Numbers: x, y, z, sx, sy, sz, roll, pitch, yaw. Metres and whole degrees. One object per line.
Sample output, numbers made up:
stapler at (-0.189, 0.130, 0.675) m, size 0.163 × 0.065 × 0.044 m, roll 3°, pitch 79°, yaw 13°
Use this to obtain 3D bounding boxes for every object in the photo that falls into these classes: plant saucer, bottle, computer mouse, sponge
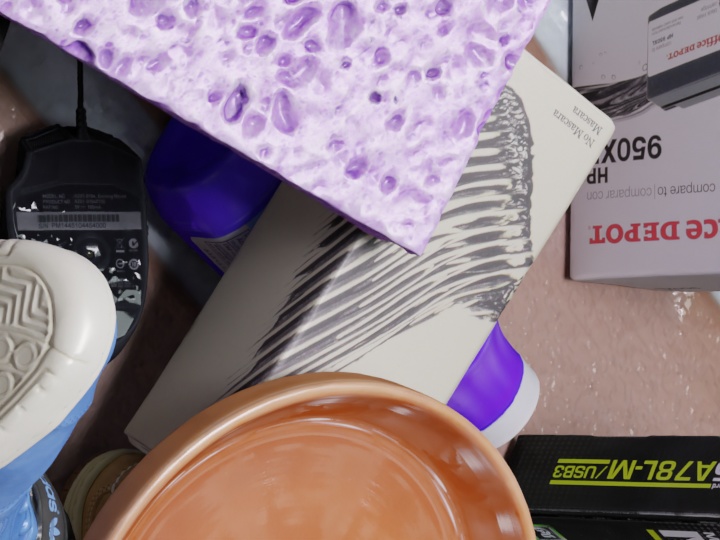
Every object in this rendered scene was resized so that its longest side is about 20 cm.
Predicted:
plant saucer at (-0.024, 0.133, 0.966) m, size 0.200 × 0.032 × 0.201 m, roll -10°, pitch 109°, yaw -30°
bottle at (0.000, 0.000, 1.087) m, size 0.200 × 0.065 × 0.084 m, roll 47°, pitch 65°, yaw -33°
computer mouse at (-0.111, -0.062, 1.011) m, size 0.058 × 0.034 × 0.201 m, roll 2°, pitch 82°, yaw -28°
sponge at (-0.036, -0.100, 0.916) m, size 0.200 × 0.030 × 0.112 m, roll 30°, pitch 88°, yaw -22°

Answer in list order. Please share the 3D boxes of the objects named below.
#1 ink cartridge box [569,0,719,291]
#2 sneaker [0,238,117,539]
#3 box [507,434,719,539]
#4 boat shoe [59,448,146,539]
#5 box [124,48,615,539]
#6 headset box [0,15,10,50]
ink cartridge box at (0.172, -0.093, 1.204) m, size 0.084 × 0.144 × 0.201 m, roll 4°, pitch 86°, yaw -43°
sneaker at (-0.125, 0.061, 0.888) m, size 0.111 × 0.200 × 0.077 m, roll 13°, pitch 45°, yaw -48°
box at (0.187, 0.139, 1.177) m, size 0.200 × 0.193 × 0.048 m, roll 43°, pitch 62°, yaw -36°
boat shoe at (-0.052, 0.160, 1.023) m, size 0.072 × 0.076 × 0.201 m, roll -33°, pitch 110°, yaw -38°
box at (0.004, 0.003, 1.006) m, size 0.082 × 0.068 × 0.200 m, roll 33°, pitch 86°, yaw -35°
headset box at (-0.220, -0.082, 0.868) m, size 0.200 × 0.077 × 0.149 m, roll 29°, pitch 68°, yaw -39°
